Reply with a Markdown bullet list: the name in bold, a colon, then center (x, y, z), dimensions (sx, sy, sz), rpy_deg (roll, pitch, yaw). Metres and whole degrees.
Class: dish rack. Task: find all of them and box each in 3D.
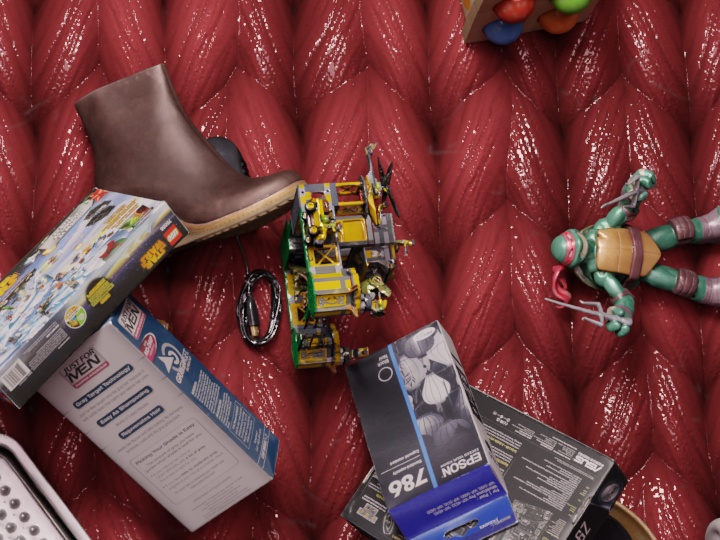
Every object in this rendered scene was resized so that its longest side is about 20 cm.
- **dish rack**: center (-0.318, 0.260, 1.269), dimensions (0.171, 0.044, 0.200), rpy_deg (-37, 84, -10)

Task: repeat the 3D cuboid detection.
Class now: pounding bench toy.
- **pounding bench toy**: center (0.188, -0.308, 1.382), dimensions (0.199, 0.124, 0.157), rpy_deg (-12, 80, -7)

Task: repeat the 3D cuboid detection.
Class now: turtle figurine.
- **turtle figurine**: center (0.249, -0.017, 1.344), dimensions (0.199, 0.101, 0.151), rpy_deg (2, 93, -20)

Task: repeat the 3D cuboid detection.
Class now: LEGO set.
- **LEGO set**: center (0.000, 0.000, 1.283), dimensions (0.115, 0.200, 0.154), rpy_deg (-4, 61, -10)

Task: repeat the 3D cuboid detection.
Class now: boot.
- **boot**: center (-0.155, -0.106, 1.309), dimensions (0.199, 0.072, 0.167), rpy_deg (-17, 87, 19)

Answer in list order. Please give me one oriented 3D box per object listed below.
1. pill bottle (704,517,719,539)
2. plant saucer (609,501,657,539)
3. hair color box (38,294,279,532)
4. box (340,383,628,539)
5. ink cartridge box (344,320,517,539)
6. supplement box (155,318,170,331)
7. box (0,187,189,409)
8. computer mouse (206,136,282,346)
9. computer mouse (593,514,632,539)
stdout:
- **pill bottle**: center (0.417, 0.250, 1.298), dimensions (0.199, 0.112, 0.113), rpy_deg (-13, 80, -8)
- **plant saucer**: center (0.178, 0.293, 1.307), dimensions (0.199, 0.035, 0.201), rpy_deg (1, 79, -4)
- **hair color box**: center (-0.171, 0.119, 1.242), dimensions (0.100, 0.061, 0.200), rpy_deg (-35, 113, 21)
- **box**: center (0.104, 0.195, 1.261), dimensions (0.199, 0.044, 0.161), rpy_deg (25, 74, 38)
- **ink cartridge box**: center (0.058, 0.146, 1.265), dimensions (0.099, 0.039, 0.201), rpy_deg (-28, 51, 10)
- **supplement box**: center (-0.271, 0.059, 1.302), dimensions (0.199, 0.069, 0.067), rpy_deg (13, 79, -1)
- **box**: center (-0.249, 0.017, 1.214), dimensions (0.200, 0.137, 0.040), rpy_deg (-48, 121, -19)
- **computer mouse**: center (-0.113, -0.029, 1.348), dimensions (0.058, 0.034, 0.201), rpy_deg (-16, 81, -9)
- **computer mouse**: center (0.204, 0.308, 1.254), dimensions (0.138, 0.053, 0.201), rpy_deg (-5, 79, -34)
